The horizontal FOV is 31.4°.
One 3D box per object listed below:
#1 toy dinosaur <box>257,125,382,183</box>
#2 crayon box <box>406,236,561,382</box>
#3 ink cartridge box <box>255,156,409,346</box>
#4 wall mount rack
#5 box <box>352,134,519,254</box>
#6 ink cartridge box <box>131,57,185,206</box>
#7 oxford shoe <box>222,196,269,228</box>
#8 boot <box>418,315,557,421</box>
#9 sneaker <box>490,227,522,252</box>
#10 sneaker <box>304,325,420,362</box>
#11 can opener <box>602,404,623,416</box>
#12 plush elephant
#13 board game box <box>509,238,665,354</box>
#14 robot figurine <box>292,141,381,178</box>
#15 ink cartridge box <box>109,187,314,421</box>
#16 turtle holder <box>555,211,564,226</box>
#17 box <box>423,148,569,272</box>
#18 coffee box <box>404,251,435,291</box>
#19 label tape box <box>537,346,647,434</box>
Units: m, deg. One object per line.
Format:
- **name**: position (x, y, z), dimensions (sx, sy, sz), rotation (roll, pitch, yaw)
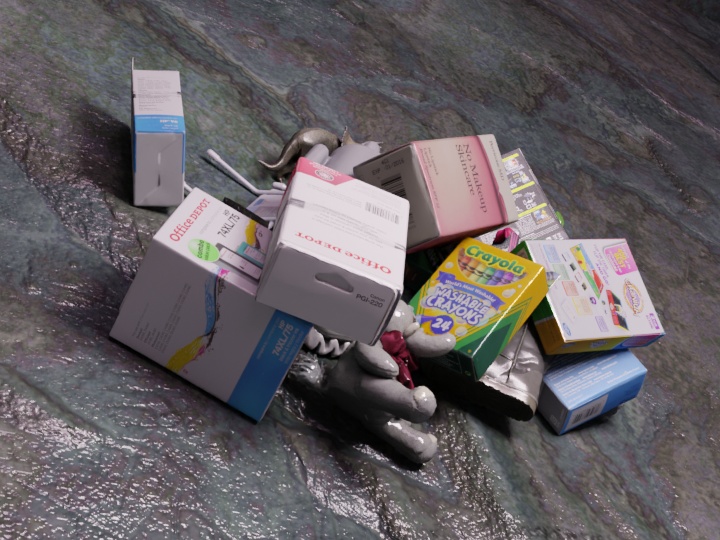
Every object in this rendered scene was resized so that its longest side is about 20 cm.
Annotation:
- **toy dinosaur**: position (-0.074, -0.178, 1.903), dimensions (0.198, 0.103, 0.077), rotation (7, 36, -38)
- **crayon box**: position (0.149, 0.035, 1.622), dimensions (0.125, 0.052, 0.200), rotation (22, 56, 34)
- **ink cartridge box**: position (-0.027, -0.024, 1.419), dimensions (0.144, 0.085, 0.201), rotation (22, 29, -8)
- **wall mount rack**: position (-0.155, -0.113, 1.767), dimensions (0.171, 0.076, 0.200), rotation (3, 22, 19)
- **box**: position (0.102, -0.100, 1.687), dimensions (0.199, 0.108, 0.129), rotation (-13, 85, -52)
- **ink cartridge box**: position (-0.272, -0.189, 1.705), dimensions (0.067, 0.117, 0.201), rotation (0, 38, -12)
- **oxford shoe**: position (-0.120, -0.010, 1.624), dimensions (0.199, 0.085, 0.072), rotation (34, 3, 35)
- **boot**: position (0.187, 0.087, 1.697), dimensions (0.180, 0.073, 0.201), rotation (27, 55, -1)
- **sneaker**: position (0.147, 0.014, 1.728), dimensions (0.199, 0.080, 0.075), rotation (-31, 96, -31)
- **sneaker**: position (0.019, 0.072, 1.632), dimensions (0.198, 0.082, 0.075), rotation (10, 33, -36)
- **can opener**: position (0.298, 0.130, 1.832), dimensions (0.200, 0.054, 0.067), rotation (43, 27, 22)
- **plush elephant**: position (0.037, 0.104, 1.505), dimensions (0.198, 0.165, 0.156), rotation (24, 65, 25)
- **board game box**: position (0.308, 0.032, 1.733), dimensions (0.198, 0.040, 0.155), rotation (-1, 62, -36)
- **robot figurine**: position (-0.019, -0.091, 1.715), dimensions (0.170, 0.113, 0.201), rotation (45, 43, -10)
- **ink cartridge box**: position (-0.153, 0.036, 1.454), dimensions (0.198, 0.147, 0.147), rotation (29, 29, -2)
- **turtle holder**: position (0.235, -0.055, 1.971), dimensions (0.186, 0.131, 0.141), rotation (47, 28, -15)
- **box**: position (0.179, -0.067, 1.836), dimensions (0.198, 0.044, 0.161), rotation (-24, 76, -21)
- **coffee box**: position (0.069, -0.028, 1.866), dimensions (0.198, 0.044, 0.123), rotation (27, 31, -8)
- **label tape box**: position (0.277, 0.113, 1.777), dimensions (0.142, 0.067, 0.200), rotation (-21, 52, -25)
